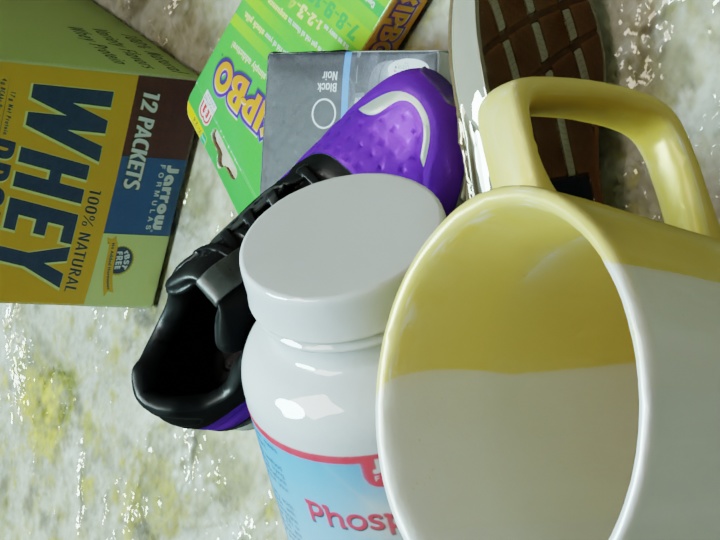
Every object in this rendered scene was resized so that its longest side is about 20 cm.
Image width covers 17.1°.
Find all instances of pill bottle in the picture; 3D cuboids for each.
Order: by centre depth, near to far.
[{"bbox_3d":[0.013,0.066,0.974,0.109,0.108,0.201,38,150,49],"label":"pill bottle"}]

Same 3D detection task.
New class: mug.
[{"bbox_3d":[0.111,0.032,0.868,0.149,0.152,0.188,17,101,54],"label":"mug"}]

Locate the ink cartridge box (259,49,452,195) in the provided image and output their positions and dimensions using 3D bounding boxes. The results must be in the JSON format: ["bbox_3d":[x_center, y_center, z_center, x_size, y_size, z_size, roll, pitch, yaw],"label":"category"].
[{"bbox_3d":[0.000,0.000,1.101,0.099,0.039,0.202,2,90,34],"label":"ink cartridge box"}]

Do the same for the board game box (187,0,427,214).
[{"bbox_3d":[-0.022,-0.119,1.172,0.200,0.030,0.096,-55,48,33],"label":"board game box"}]

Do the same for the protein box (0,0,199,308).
[{"bbox_3d":[-0.227,-0.081,1.307,0.198,0.199,0.136,36,117,49],"label":"protein box"}]

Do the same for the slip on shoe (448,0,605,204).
[{"bbox_3d":[0.067,-0.044,1.008,0.060,0.076,0.202,-20,80,53],"label":"slip on shoe"}]

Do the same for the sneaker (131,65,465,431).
[{"bbox_3d":[-0.030,-0.003,1.036,0.070,0.099,0.201,47,112,23],"label":"sneaker"}]
